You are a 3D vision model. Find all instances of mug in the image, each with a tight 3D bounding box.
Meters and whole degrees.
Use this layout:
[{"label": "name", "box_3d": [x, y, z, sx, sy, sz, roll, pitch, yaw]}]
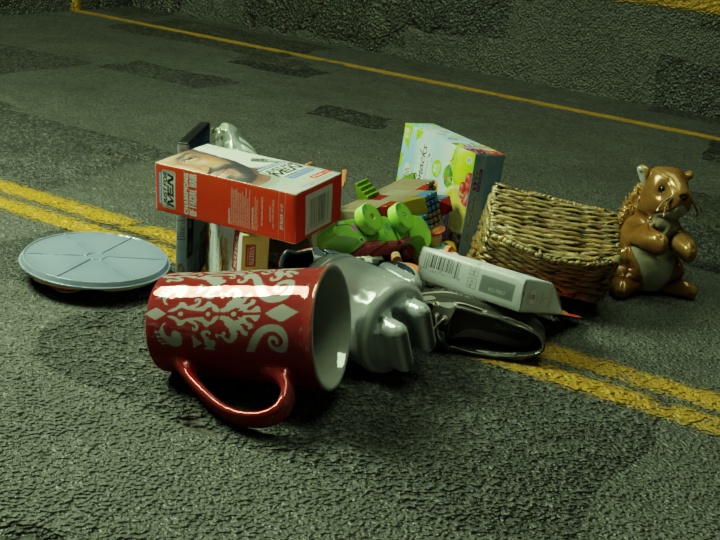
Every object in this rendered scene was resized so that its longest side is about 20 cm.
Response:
[{"label": "mug", "box_3d": [-0.128, 0.067, 1.130, 0.197, 0.135, 0.178, 2, 25, 18]}]

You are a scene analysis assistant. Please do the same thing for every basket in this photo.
[{"label": "basket", "box_3d": [0.258, -0.009, 1.509, 0.197, 0.150, 0.144, 13, 43, -3]}]

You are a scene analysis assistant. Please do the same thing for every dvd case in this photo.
[{"label": "dvd case", "box_3d": [-0.226, -0.088, 1.426, 0.017, 0.203, 0.143, 4, 19, 2]}]

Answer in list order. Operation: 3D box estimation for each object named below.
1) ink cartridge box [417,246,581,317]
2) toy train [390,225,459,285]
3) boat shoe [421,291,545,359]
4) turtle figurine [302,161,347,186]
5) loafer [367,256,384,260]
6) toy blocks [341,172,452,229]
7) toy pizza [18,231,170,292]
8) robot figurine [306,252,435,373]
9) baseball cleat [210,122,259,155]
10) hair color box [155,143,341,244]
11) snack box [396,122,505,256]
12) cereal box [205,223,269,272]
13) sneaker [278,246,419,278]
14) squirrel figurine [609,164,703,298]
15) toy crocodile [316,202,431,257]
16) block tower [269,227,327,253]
[{"label": "ink cartridge box", "box_3d": [0.191, 0.017, 1.406, 0.161, 0.058, 0.199, 18, 10, 35]}, {"label": "toy train", "box_3d": [0.081, -0.026, 1.568, 0.148, 0.056, 0.200, 6, 21, -2]}, {"label": "boat shoe", "box_3d": [0.136, 0.070, 1.311, 0.197, 0.068, 0.057, 8, 15, -5]}, {"label": "turtle figurine", "box_3d": [-0.112, -0.118, 1.563, 0.159, 0.065, 0.200, -7, 15, -19]}, {"label": "loafer", "box_3d": [0.000, 0.000, 1.451, 0.074, 0.071, 0.199, -8, 24, -34]}, {"label": "toy blocks", "box_3d": [0.063, -0.089, 1.597, 0.199, 0.101, 0.136, -28, 23, -37]}, {"label": "toy pizza", "box_3d": [-0.355, -0.006, 1.414, 0.197, 0.032, 0.201, 7, 20, -2]}, {"label": "robot figurine", "box_3d": [-0.002, 0.048, 1.258, 0.199, 0.114, 0.169, 23, 45, 40]}, {"label": "baseball cleat", "box_3d": [-0.144, -0.129, 1.462, 0.105, 0.070, 0.201, 5, 42, -28]}, {"label": "hair color box", "box_3d": [-0.133, -0.095, 1.258, 0.197, 0.065, 0.111, 13, 24, 25]}, {"label": "snack box", "box_3d": [0.136, -0.132, 1.705, 0.067, 0.171, 0.200, -2, 21, -31]}, {"label": "cereal box", "box_3d": [-0.157, -0.009, 1.321, 0.039, 0.146, 0.200, -2, 21, -19]}, {"label": "sneaker", "box_3d": [-0.021, 0.007, 1.363, 0.198, 0.076, 0.084, 2, -22, 31]}, {"label": "squirrel figurine", "box_3d": [0.438, -0.075, 1.615, 0.139, 0.189, 0.200, 3, 20, -8]}, {"label": "toy crocodile", "box_3d": [0.018, -0.044, 1.347, 0.067, 0.062, 0.199, -33, -14, 32]}, {"label": "block tower", "box_3d": [-0.121, -0.055, 1.509, 0.198, 0.055, 0.057, 0, 12, 43]}]
